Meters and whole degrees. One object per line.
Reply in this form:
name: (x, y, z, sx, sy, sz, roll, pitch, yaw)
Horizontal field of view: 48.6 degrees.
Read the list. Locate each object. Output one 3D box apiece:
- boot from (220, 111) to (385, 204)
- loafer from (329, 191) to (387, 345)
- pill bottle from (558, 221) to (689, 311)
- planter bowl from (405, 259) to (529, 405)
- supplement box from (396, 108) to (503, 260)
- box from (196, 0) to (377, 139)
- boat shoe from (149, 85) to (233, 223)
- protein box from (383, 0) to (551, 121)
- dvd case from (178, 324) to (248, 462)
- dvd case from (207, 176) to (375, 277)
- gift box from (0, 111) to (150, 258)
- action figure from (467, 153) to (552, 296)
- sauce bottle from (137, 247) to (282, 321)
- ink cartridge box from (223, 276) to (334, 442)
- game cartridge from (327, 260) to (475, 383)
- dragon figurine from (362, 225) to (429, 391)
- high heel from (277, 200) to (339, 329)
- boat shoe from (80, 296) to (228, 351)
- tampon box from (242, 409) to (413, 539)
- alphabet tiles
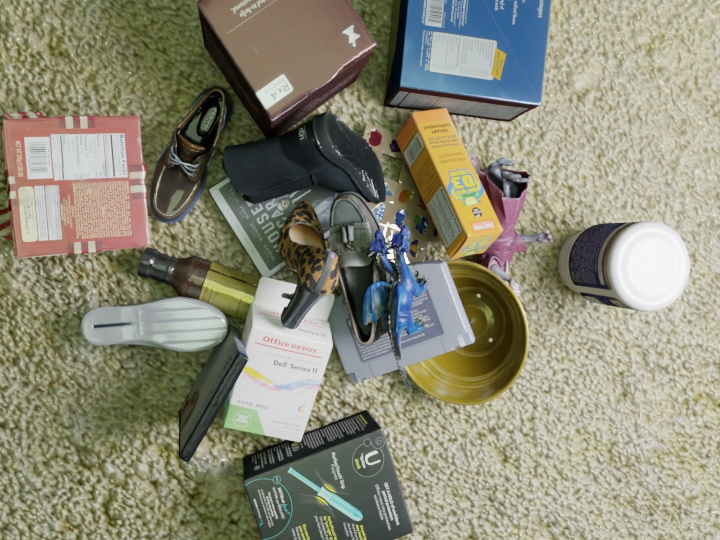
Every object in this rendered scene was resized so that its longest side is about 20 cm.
boot: (-0.073, -0.132, 1.072, 0.165, 0.200, 0.078, -14, 67, 24)
loafer: (0.000, 0.000, 1.048, 0.070, 0.063, 0.204, -8, 105, 19)
pill bottle: (0.358, -0.008, 1.115, 0.113, 0.200, 0.119, 0, 92, -9)
planter bowl: (0.148, 0.080, 1.128, 0.196, 0.083, 0.205, 4, 100, 23)
supplement box: (0.121, -0.121, 1.096, 0.065, 0.069, 0.203, -12, 70, -28)
box: (-0.099, -0.294, 1.041, 0.165, 0.200, 0.166, -35, 95, -6)
boat shoe: (-0.236, -0.162, 1.088, 0.071, 0.072, 0.204, 22, 88, -8)
protein box: (0.147, -0.328, 1.108, 0.195, 0.135, 0.204, 6, 90, -8)
dvd case: (-0.195, 0.152, 1.037, 0.017, 0.200, 0.144, 31, 89, -14)
dvd case: (-0.095, -0.105, 1.134, 0.198, 0.025, 0.152, -34, 96, -7)
gift box: (-0.378, -0.112, 1.009, 0.196, 0.186, 0.189, -1, 94, -23)
action figure: (0.190, -0.048, 1.139, 0.146, 0.134, 0.204, 17, 119, 26)
sauce bottle: (-0.207, 0.019, 1.102, 0.196, 0.065, 0.066, 21, 88, -7)
ink cartridge box: (-0.108, 0.122, 1.078, 0.115, 0.068, 0.204, 13, 112, -14)
game cartridge: (0.048, 0.066, 1.106, 0.197, 0.041, 0.136, -21, 93, 26)
dragon figurine: (0.040, 0.046, 1.017, 0.058, 0.099, 0.205, 6, 85, 35)
high heel: (-0.056, -0.041, 1.026, 0.070, 0.143, 0.203, 16, 51, -19)
boat shoe: (-0.277, 0.070, 1.089, 0.195, 0.071, 0.074, 3, 91, -2)
tampon box: (-0.048, 0.307, 1.100, 0.196, 0.126, 0.153, -18, 95, -8)
alphabet tiles: (0.061, -0.090, 1.148, 0.164, 0.008, 0.205, 15, 83, -14)
